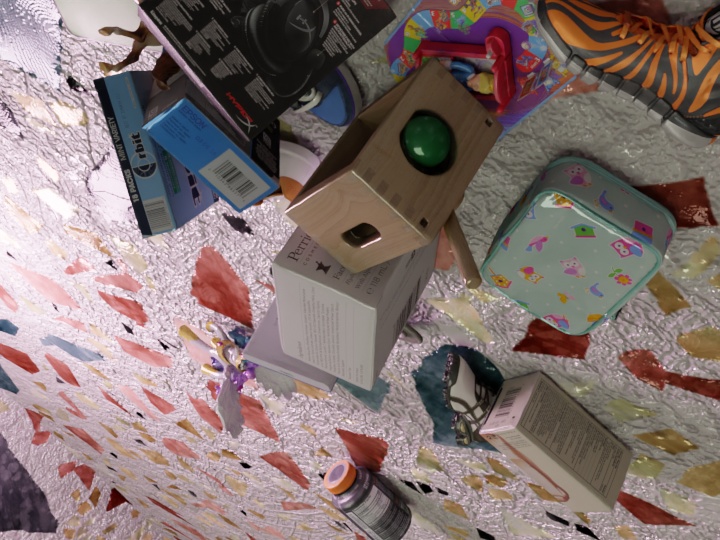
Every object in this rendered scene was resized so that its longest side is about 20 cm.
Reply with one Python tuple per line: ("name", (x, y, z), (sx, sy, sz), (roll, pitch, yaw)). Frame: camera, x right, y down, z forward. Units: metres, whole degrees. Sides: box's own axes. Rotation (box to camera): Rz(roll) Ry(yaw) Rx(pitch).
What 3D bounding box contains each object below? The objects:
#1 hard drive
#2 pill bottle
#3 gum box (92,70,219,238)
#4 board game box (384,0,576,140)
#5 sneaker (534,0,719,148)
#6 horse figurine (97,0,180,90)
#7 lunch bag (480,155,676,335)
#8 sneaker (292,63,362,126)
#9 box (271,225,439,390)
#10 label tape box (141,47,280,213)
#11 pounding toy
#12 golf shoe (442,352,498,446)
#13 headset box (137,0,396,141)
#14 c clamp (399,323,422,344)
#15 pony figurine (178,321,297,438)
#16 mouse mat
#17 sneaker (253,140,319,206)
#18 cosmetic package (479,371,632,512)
("hard drive", (-0.055, 0.054, 1.082), (0.132, 0.200, 0.025), (18, 152, 21))
("pill bottle", (0.011, 0.488, 1.694), (0.106, 0.106, 0.200), (-15, 124, 49))
("gum box", (-0.225, -0.141, 0.918), (0.044, 0.200, 0.170), (-13, 102, 6))
("board game box", (0.103, -0.192, 0.772), (0.158, 0.039, 0.200), (38, 147, -10))
("sneaker", (0.245, -0.189, 0.641), (0.200, 0.078, 0.112), (27, 145, -12))
("horse figurine", (-0.224, -0.278, 0.797), (0.050, 0.132, 0.200), (-8, 111, 47))
("lunch bag", (0.232, -0.020, 0.862), (0.160, 0.077, 0.200), (29, 148, 2))
("sneaker", (-0.099, -0.196, 0.837), (0.081, 0.147, 0.200), (-13, 126, 48))
("box", (0.000, 0.000, 0.965), (0.131, 0.199, 0.200), (22, 148, 14))
("label tape box", (-0.159, -0.181, 0.893), (0.063, 0.200, 0.144), (-31, 128, 21))
("pounding toy", (0.048, -0.079, 0.776), (0.142, 0.184, 0.200), (41, 154, -15))
("golf shoe", (0.177, 0.191, 1.207), (0.094, 0.078, 0.200), (-3, 138, 17))
("headset box", (-0.078, -0.239, 0.730), (0.149, 0.200, 0.077), (50, 174, -18))
("c clamp", (-0.007, 0.058, 1.169), (0.200, 0.027, 0.171), (13, 156, 47))
("pony figurine", (-0.234, 0.185, 1.478), (0.200, 0.166, 0.193), (20, 141, 46))
("mouse mat", (-0.307, -0.336, 0.956), (0.200, 0.008, 0.161), (17, 144, 24))
("sneaker", (-0.157, -0.132, 1.018), (0.200, 0.085, 0.073), (15, 163, 26))
("cosmetic package", (0.283, 0.250, 1.155), (0.200, 0.103, 0.087), (42, 148, -12))
